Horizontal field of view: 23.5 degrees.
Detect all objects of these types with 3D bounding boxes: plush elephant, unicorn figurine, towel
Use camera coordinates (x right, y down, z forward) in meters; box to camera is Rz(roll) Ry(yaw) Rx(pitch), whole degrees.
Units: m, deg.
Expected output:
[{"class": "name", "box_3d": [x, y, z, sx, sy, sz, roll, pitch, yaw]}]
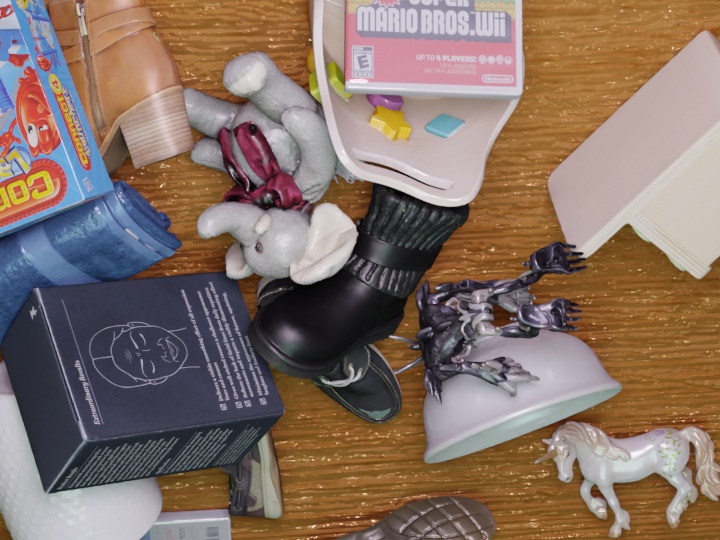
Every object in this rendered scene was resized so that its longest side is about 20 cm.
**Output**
[{"class": "plush elephant", "box_3d": [-0.080, -0.066, 1.461, 0.199, 0.156, 0.164, 26, 157, -36]}, {"class": "unicorn figurine", "box_3d": [0.264, 0.202, 1.746, 0.199, 0.074, 0.138, -18, 115, -10]}, {"class": "towel", "box_3d": [-0.263, -0.004, 1.499, 0.199, 0.049, 0.112, -26, 150, 13]}]

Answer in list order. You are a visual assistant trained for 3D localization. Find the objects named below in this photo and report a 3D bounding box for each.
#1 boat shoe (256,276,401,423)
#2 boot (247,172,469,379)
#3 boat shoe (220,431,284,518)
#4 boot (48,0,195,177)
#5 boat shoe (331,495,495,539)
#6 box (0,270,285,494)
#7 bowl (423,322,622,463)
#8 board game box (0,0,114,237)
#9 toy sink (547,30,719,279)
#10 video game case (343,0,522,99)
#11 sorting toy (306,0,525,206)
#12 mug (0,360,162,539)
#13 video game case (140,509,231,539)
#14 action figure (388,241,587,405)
[{"class": "boat shoe", "box_3d": [-0.029, 0.086, 1.635, 0.072, 0.068, 0.200, -33, 122, 14]}, {"class": "boot", "box_3d": [-0.001, -0.002, 1.522, 0.079, 0.211, 0.158, 41, 123, 16]}, {"class": "boat shoe", "box_3d": [-0.117, 0.168, 1.680, 0.064, 0.072, 0.201, -12, 130, -3]}, {"class": "boot", "box_3d": [-0.238, -0.148, 1.437, 0.199, 0.074, 0.156, -17, 94, 20]}, {"class": "boat shoe", "box_3d": [0.043, 0.288, 1.785, 0.199, 0.072, 0.068, -20, 157, -2]}, {"class": "box", "box_3d": [-0.192, 0.096, 1.519, 0.199, 0.149, 0.107, -4, 151, -35]}, {"class": "bowl", "box_3d": [0.138, 0.105, 1.624, 0.200, 0.091, 0.201, -19, 169, -4]}, {"class": "board game box", "box_3d": [-0.326, -0.120, 1.400, 0.199, 0.056, 0.197, -20, 93, 20]}, {"class": "toy sink", "box_3d": [0.280, -0.083, 1.513, 0.112, 0.131, 0.200, 35, 113, -26]}, {"class": "video game case", "box_3d": [0.058, -0.237, 1.375, 0.142, 0.017, 0.202, 1, 81, -7]}, {"class": "sorting toy", "box_3d": [0.032, -0.130, 1.419, 0.199, 0.181, 0.107, 19, 129, -18]}, {"class": "mug", "box_3d": [-0.301, 0.165, 1.628, 0.199, 0.148, 0.176, 1, 121, 31]}, {"class": "video game case", "box_3d": [-0.231, 0.310, 1.794, 0.198, 0.018, 0.144, -3, 125, -4]}, {"class": "action figure", "box_3d": [0.115, 0.050, 1.511, 0.102, 0.120, 0.200, 16, 152, -34]}]
